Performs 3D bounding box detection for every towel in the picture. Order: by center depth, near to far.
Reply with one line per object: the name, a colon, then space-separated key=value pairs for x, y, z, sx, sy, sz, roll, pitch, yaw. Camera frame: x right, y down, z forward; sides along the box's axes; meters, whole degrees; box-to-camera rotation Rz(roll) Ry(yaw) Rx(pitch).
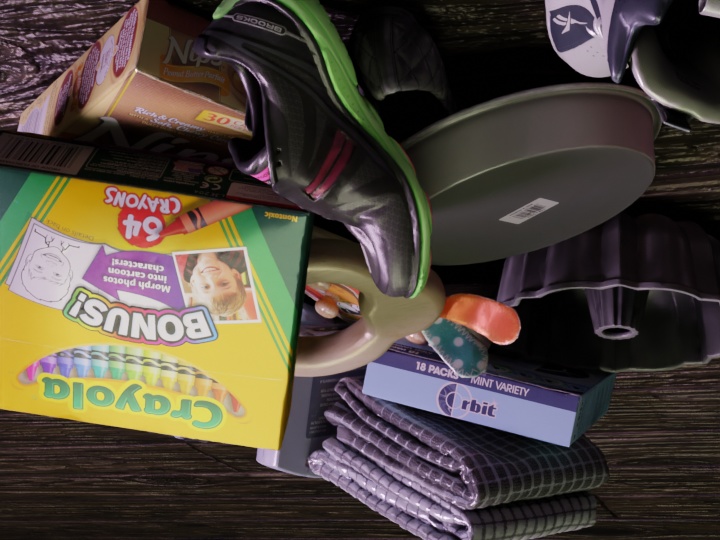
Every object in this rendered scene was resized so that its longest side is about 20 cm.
towel: x=0.081 y=0.151 z=1.078 sx=0.165 sy=0.086 sz=0.200 roll=-2 pitch=-162 yaw=-42

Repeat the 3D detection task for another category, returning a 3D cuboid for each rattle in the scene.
rattle: x=0.000 y=0.000 z=0.922 sx=0.199 sy=0.143 sz=0.131 roll=-5 pitch=122 yaw=-7

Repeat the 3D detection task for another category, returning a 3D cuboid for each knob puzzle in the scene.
knob puzzle: x=-0.020 y=0.011 z=1.020 sx=0.219 sy=0.031 sz=0.220 roll=25 pitch=166 yaw=7

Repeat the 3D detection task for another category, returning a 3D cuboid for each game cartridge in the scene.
game cartridge: x=-0.011 y=0.114 z=1.149 sx=0.041 sy=0.134 sz=0.200 roll=8 pitch=-175 yaw=40

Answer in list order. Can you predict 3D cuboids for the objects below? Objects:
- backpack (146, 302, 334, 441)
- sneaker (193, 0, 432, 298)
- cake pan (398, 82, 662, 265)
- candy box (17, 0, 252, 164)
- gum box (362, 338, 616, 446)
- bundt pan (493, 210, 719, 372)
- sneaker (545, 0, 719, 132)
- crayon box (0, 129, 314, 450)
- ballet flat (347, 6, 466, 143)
backpack: x=-0.115 y=0.096 z=1.206 sx=0.199 sy=0.127 sz=0.167 roll=-3 pitch=171 yaw=23
sneaker: x=-0.026 y=-0.065 z=0.729 sx=0.200 sy=0.084 sz=0.077 roll=59 pitch=170 yaw=-16
cake pan: x=0.099 y=-0.054 z=0.827 sx=0.200 sy=0.037 sz=0.200 roll=-13 pitch=161 yaw=-5
candy box: x=-0.132 y=-0.093 z=0.828 sx=0.115 sy=0.056 sz=0.200 roll=19 pitch=156 yaw=-31
gum box: x=0.114 y=0.092 z=1.085 sx=0.169 sy=0.045 sz=0.200 roll=13 pitch=-175 yaw=18
bundt pan: x=0.197 y=0.014 z=1.000 sx=0.201 sy=0.076 sz=0.202 roll=4 pitch=158 yaw=1
sneaker: x=0.137 y=-0.112 z=0.622 sx=0.079 sy=0.130 sz=0.199 roll=11 pitch=158 yaw=-13
crayon box: x=-0.135 y=0.015 z=0.812 sx=0.199 sy=0.058 sz=0.173 roll=9 pitch=118 yaw=0
ballet flat: x=0.032 y=-0.089 z=0.800 sx=0.066 sy=0.057 sz=0.200 roll=-6 pitch=157 yaw=16
